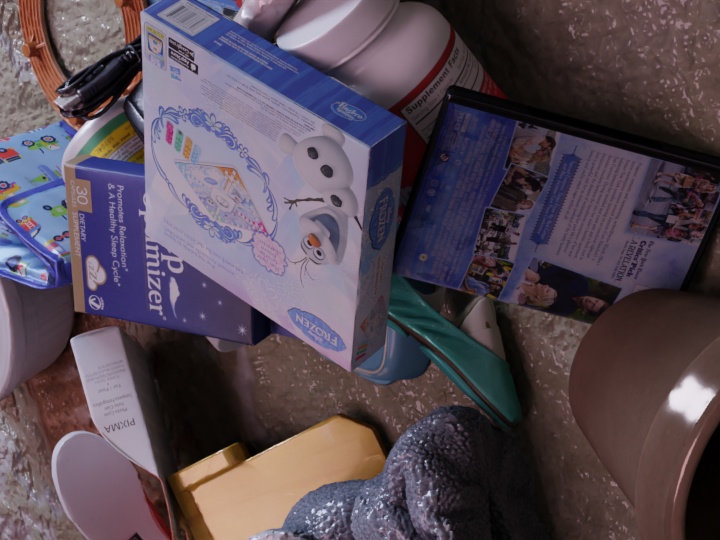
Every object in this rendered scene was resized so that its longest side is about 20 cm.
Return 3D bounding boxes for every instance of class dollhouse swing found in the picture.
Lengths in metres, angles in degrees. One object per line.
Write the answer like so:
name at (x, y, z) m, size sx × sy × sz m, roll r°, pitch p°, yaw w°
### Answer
dollhouse swing at (-0.039, 0.225, 1.649) m, size 0.201 × 0.175 × 0.182 m, roll 64°, pitch 178°, yaw 4°

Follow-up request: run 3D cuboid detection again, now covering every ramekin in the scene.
ramekin at (-0.350, 0.018, 1.831) m, size 0.202 × 0.094 × 0.204 m, roll 19°, pitch 119°, yaw 39°

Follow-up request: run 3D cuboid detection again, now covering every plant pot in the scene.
plant pot at (0.226, 0.092, 1.245) m, size 0.175 × 0.199 × 0.201 m, roll 38°, pitch 131°, yaw 53°

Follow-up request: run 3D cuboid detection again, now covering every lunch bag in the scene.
lunch bag at (-0.250, -0.039, 1.668) m, size 0.199 × 0.150 × 0.095 m, roll 26°, pitch 123°, yaw 35°

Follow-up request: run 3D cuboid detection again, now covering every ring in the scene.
ring at (-0.241, -0.209, 1.675) m, size 0.200 × 0.019 × 0.202 m, roll 23°, pitch 121°, yaw 43°

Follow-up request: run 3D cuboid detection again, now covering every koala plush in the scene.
koala plush at (0.020, 0.200, 1.466) m, size 0.199 × 0.177 × 0.185 m, roll -11°, pitch 91°, yaw 33°

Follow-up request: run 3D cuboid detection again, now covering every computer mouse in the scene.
computer mouse at (-0.130, -0.110, 1.506) m, size 0.200 × 0.138 × 0.053 m, roll 49°, pitch 160°, yaw 17°

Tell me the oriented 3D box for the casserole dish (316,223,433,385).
casserole dish at (0.000, 0.000, 1.519) m, size 0.121 × 0.039 × 0.201 m, roll 20°, pitch 120°, yaw 39°

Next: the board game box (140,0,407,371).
board game box at (-0.063, -0.059, 1.320) m, size 0.199 × 0.043 × 0.200 m, roll 33°, pitch 139°, yaw 26°

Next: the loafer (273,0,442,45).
loafer at (-0.020, -0.167, 1.446) m, size 0.200 × 0.075 × 0.070 m, roll -26°, pitch 91°, yaw 47°

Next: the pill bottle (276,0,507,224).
pill bottle at (0.036, -0.106, 1.330) m, size 0.112 × 0.113 × 0.200 m, roll -12°, pitch 128°, yaw 46°

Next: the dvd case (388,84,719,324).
dvd case at (0.131, -0.035, 1.296) m, size 0.199 × 0.018 × 0.143 m, roll 14°, pitch 122°, yaw -7°

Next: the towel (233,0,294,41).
towel at (-0.026, -0.239, 1.348) m, size 0.032 × 0.191 × 0.200 m, roll 33°, pitch 131°, yaw -4°

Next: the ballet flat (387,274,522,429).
ballet flat at (0.057, 0.033, 1.444) m, size 0.200 × 0.067 × 0.071 m, roll 39°, pitch 90°, yaw -5°

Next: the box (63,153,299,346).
box at (-0.131, -0.014, 1.472) m, size 0.199 × 0.032 × 0.122 m, roll 9°, pitch 112°, yaw 26°

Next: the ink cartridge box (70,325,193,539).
ink cartridge box at (-0.188, 0.157, 1.670) m, size 0.160 × 0.047 × 0.201 m, roll 80°, pitch 175°, yaw -79°

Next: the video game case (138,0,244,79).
video game case at (-0.127, -0.149, 1.600) m, size 0.143 × 0.017 × 0.201 m, roll 21°, pitch 120°, yaw 38°

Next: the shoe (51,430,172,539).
shoe at (-0.216, 0.227, 1.760) m, size 0.201 × 0.071 × 0.091 m, roll 55°, pitch 163°, yaw -14°

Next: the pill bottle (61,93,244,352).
pill bottle at (-0.139, -0.037, 1.563) m, size 0.200 × 0.112 × 0.113 m, roll 50°, pitch 134°, yaw 17°
